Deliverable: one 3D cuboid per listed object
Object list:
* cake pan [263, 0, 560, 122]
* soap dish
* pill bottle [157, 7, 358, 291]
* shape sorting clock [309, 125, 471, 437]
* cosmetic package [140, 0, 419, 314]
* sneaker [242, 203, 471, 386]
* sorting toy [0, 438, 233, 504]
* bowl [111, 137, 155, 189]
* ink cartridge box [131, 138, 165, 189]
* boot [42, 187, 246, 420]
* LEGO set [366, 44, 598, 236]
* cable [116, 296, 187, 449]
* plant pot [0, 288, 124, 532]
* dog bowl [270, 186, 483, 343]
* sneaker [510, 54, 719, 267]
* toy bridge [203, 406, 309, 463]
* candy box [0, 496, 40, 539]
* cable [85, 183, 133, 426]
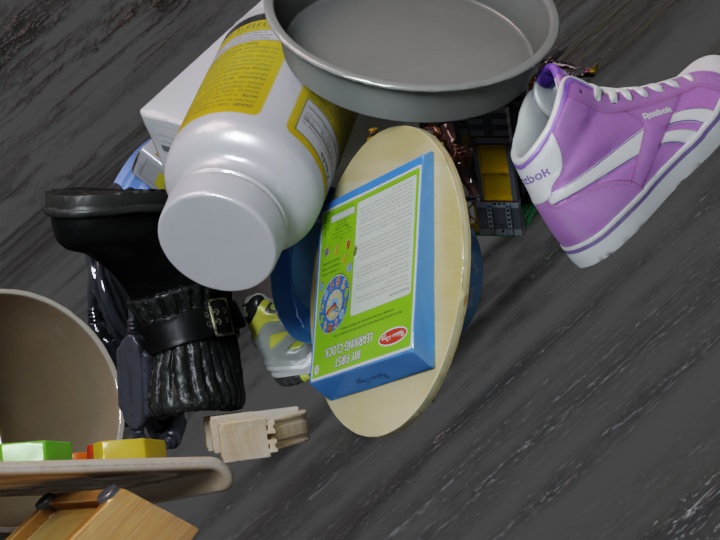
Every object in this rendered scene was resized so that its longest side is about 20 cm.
[{"bbox_3d":[0.033,-0.161,1.300,0.198,0.037,0.201,3,38,-3],"label":"cake pan"},{"bbox_3d":[-0.214,0.226,1.269,0.200,0.081,0.157,-44,15,-27],"label":"soap dish"},{"bbox_3d":[-0.069,-0.082,1.318,0.111,0.111,0.201,-28,27,35],"label":"pill bottle"},{"bbox_3d":[0.019,0.007,1.252,0.200,0.039,0.202,-34,51,54],"label":"shape sorting clock"},{"bbox_3d":[-0.044,-0.093,1.555,0.122,0.201,0.199,17,50,36],"label":"cosmetic package"},{"bbox_3d":[0.000,0.000,1.456,0.200,0.077,0.075,-40,12,-15],"label":"sneaker"},{"bbox_3d":[-0.216,0.140,1.371,0.185,0.198,0.037,-19,68,54],"label":"sorting toy"},{"bbox_3d":[-0.171,-0.024,1.770,0.039,0.202,0.201,14,43,26],"label":"bowl"},{"bbox_3d":[-0.067,-0.092,1.722,0.198,0.200,0.047,-48,-4,-39],"label":"ink cartridge box"},{"bbox_3d":[-0.144,0.025,1.362,0.079,0.160,0.210,0,-5,32],"label":"boot"},{"bbox_3d":[0.077,-0.111,1.441,0.152,0.117,0.200,6,31,29],"label":"LEGO set"},{"bbox_3d":[-0.150,0.035,1.551,0.050,0.202,0.163,2,16,14],"label":"cable"},{"bbox_3d":[-0.309,0.128,1.573,0.187,0.188,0.200,-45,8,-27],"label":"plant pot"},{"bbox_3d":[0.011,0.000,1.340,0.049,0.113,0.199,5,1,-35],"label":"dog bowl"},{"bbox_3d":[0.175,-0.108,1.278,0.201,0.115,0.072,-46,14,-33],"label":"sneaker"},{"bbox_3d":[-0.069,0.109,1.325,0.066,0.028,0.200,-7,-2,-8],"label":"toy bridge"},{"bbox_3d":[-0.287,0.215,1.608,0.102,0.027,0.200,-16,26,49],"label":"candy box"},{"bbox_3d":[-0.179,0.019,1.630,0.050,0.202,0.163,4,25,25],"label":"cable"}]
